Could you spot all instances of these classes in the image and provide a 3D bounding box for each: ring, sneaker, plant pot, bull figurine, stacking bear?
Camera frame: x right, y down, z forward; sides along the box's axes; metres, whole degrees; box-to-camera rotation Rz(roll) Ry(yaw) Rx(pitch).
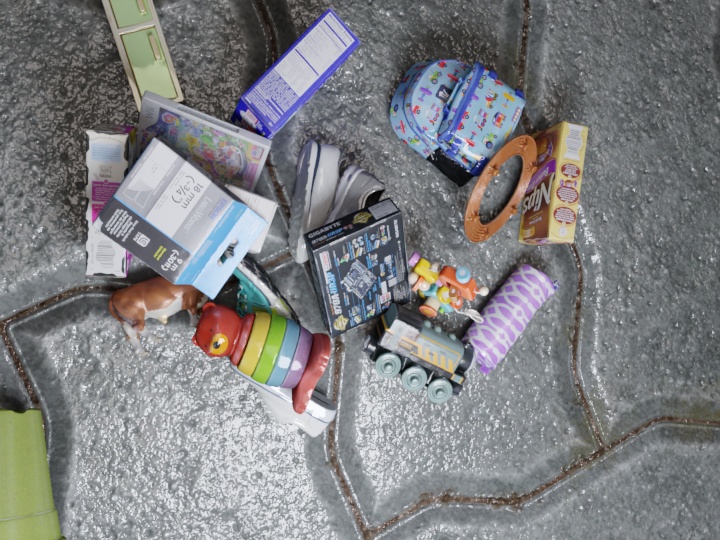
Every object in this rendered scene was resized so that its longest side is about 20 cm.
[{"bbox_3d":[0.245,-0.135,1.175,0.019,0.201,0.201,36,78,30],"label":"ring"},{"bbox_3d":[-0.167,0.052,1.099,0.079,0.078,0.202,-33,117,-1],"label":"sneaker"},{"bbox_3d":[-0.525,0.300,0.982,0.194,0.200,0.196,-2,77,-14],"label":"plant pot"},{"bbox_3d":[-0.136,0.209,1.125,0.197,0.073,0.072,33,99,-4],"label":"sneaker"},{"bbox_3d":[-0.070,-0.110,1.145,0.079,0.076,0.206,12,90,-28],"label":"sneaker"},{"bbox_3d":[-0.293,0.045,1.082,0.195,0.065,0.124,-22,73,-8],"label":"bull figurine"},{"bbox_3d":[-0.014,-0.066,1.128,0.081,0.074,0.206,22,104,29],"label":"sneaker"},{"bbox_3d":[-0.156,0.115,1.045,0.195,0.114,0.124,22,113,-13],"label":"stacking bear"}]

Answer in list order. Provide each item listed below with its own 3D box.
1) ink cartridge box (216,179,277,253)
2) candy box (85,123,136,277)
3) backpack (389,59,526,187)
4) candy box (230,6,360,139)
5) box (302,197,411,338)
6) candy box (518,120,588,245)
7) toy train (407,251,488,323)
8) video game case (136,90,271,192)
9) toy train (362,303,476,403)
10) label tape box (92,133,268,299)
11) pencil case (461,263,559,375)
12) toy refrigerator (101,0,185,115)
[{"bbox_3d":[-0.238,-0.096,1.061,0.195,0.146,0.087,20,87,-13],"label":"ink cartridge box"},{"bbox_3d":[-0.366,-0.107,1.011,0.059,0.136,0.206,2,105,-14],"label":"candy box"},{"bbox_3d":[0.157,-0.273,1.170,0.198,0.134,0.185,34,81,-9],"label":"backpack"},{"bbox_3d":[-0.108,-0.299,1.083,0.077,0.169,0.200,45,79,-13],"label":"candy box"},{"bbox_3d":[0.000,0.000,1.114,0.156,0.046,0.203,-24,135,-14],"label":"box"},{"bbox_3d":[0.341,-0.150,1.224,0.055,0.116,0.207,7,87,-14],"label":"candy box"},{"bbox_3d":[0.140,0.044,1.128,0.148,0.201,0.056,30,75,25],"label":"toy train"},{"bbox_3d":[-0.248,-0.189,1.066,0.195,0.144,0.018,20,56,-13],"label":"video game case"},{"bbox_3d":[0.102,0.141,1.166,0.196,0.086,0.116,27,106,-13],"label":"toy train"},{"bbox_3d":[-0.242,-0.066,0.947,0.198,0.063,0.145,37,92,-19],"label":"label tape box"},{"bbox_3d":[0.264,0.082,1.226,0.200,0.083,0.086,-47,137,-9],"label":"pencil case"},{"bbox_3d":[-0.342,-0.348,1.075,0.074,0.070,0.206,-18,94,-13],"label":"toy refrigerator"}]
